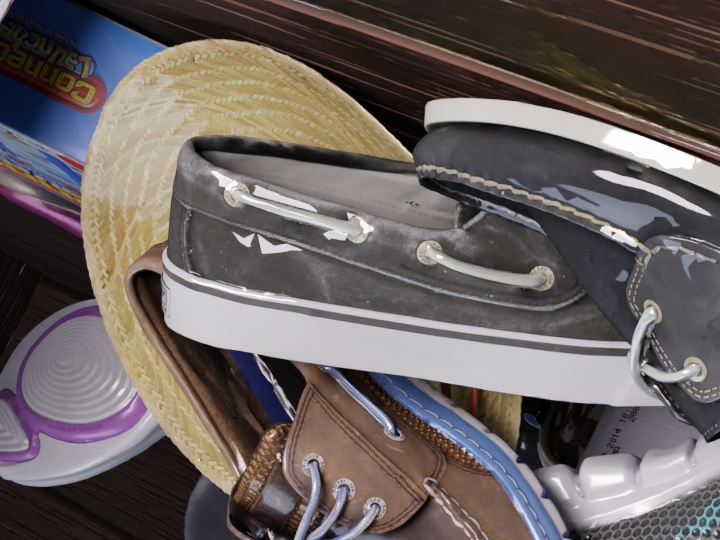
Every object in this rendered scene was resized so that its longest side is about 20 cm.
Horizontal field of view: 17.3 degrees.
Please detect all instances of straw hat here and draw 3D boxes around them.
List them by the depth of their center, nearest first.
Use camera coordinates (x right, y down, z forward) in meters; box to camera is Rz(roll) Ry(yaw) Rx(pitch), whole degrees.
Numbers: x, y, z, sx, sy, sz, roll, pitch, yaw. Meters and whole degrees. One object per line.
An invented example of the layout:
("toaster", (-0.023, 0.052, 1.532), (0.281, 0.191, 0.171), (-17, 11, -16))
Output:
("straw hat", (0.000, 0.000, 0.843), (0.201, 0.201, 0.085), (23, -144, 34))

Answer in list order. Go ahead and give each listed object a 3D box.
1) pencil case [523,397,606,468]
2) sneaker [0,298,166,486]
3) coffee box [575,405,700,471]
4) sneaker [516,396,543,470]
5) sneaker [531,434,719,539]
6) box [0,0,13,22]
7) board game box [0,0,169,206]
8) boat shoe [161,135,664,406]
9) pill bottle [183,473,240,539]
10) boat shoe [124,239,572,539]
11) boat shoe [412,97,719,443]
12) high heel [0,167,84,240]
("pencil case", (0.131, 0.120, 1.008), (0.078, 0.089, 0.200), (39, 161, 44))
("sneaker", (-0.063, 0.038, 0.988), (0.100, 0.200, 0.075), (43, -161, -57))
("coffee box", (0.164, 0.100, 0.908), (0.080, 0.113, 0.200), (22, 174, 37))
("sneaker", (0.146, 0.080, 1.077), (0.115, 0.075, 0.200), (17, -179, 32))
("sneaker", (0.127, 0.092, 0.736), (0.200, 0.091, 0.078), (-25, 147, 29))
("box", (-0.202, -0.050, 0.765), (0.117, 0.200, 0.060), (28, 174, -23))
("board game box", (-0.151, -0.082, 0.978), (0.200, 0.056, 0.196), (26, 174, 8))
("boat shoe", (0.041, -0.004, 0.705), (0.200, 0.064, 0.071), (5, -158, -4))
("pill bottle", (0.002, 0.094, 1.057), (0.112, 0.112, 0.200), (25, -162, 17))
("boat shoe", (-0.008, 0.066, 0.745), (0.072, 0.072, 0.200), (-14, -126, -43))
("boat shoe", (0.097, 0.010, 0.630), (0.200, 0.068, 0.072), (27, 176, 17))
("high heel", (-0.119, -0.033, 1.128), (0.200, 0.067, 0.096), (22, 157, 12))
